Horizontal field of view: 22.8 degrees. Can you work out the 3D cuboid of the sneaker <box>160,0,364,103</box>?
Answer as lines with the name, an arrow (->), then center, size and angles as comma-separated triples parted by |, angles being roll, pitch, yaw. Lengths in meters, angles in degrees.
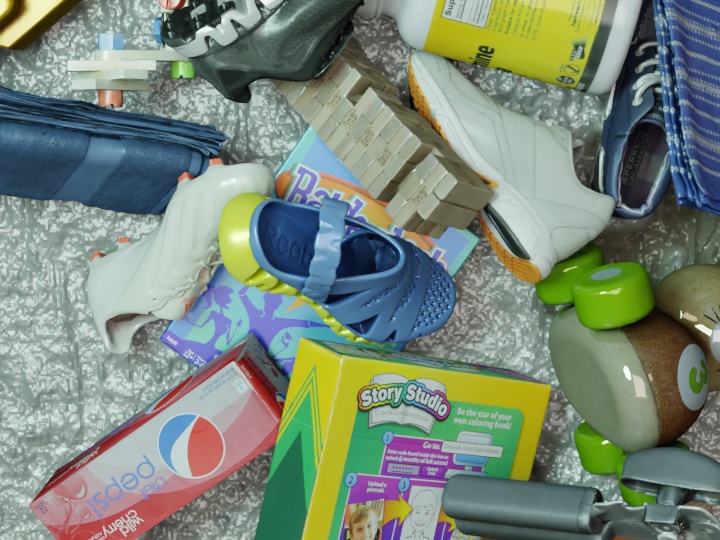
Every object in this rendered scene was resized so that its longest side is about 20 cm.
sneaker -> -0.031, -0.179, 1.215 | 0.199, 0.067, 0.091 | -28, 124, 10

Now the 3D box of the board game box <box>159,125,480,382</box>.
board game box -> -0.030, 0.012, 1.317 | 0.152, 0.045, 0.201 | 35, 93, -3

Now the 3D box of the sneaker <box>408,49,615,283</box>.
sneaker -> 0.106, -0.087, 1.281 | 0.092, 0.076, 0.201 | -28, 67, -10

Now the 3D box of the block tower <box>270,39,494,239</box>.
block tower -> 0.005, -0.104, 1.252 | 0.054, 0.058, 0.200 | -50, 60, 17

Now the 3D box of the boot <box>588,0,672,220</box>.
boot -> 0.217, -0.132, 1.285 | 0.072, 0.090, 0.202 | 13, 94, -1

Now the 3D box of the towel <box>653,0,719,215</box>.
towel -> 0.257, -0.129, 1.248 | 0.024, 0.144, 0.202 | -18, 70, 43

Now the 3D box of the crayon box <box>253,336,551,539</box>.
crayon box -> 0.030, 0.148, 1.271 | 0.199, 0.058, 0.174 | 11, 94, -39

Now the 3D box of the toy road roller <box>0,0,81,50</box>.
toy road roller -> -0.285, -0.206, 1.249 | 0.200, 0.146, 0.123 | -39, 94, 2

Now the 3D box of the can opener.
can opener -> 0.155, 0.152, 1.214 | 0.199, 0.053, 0.067 | 2, 59, 30

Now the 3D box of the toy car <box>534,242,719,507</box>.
toy car -> 0.245, 0.048, 1.279 | 0.199, 0.158, 0.165 | -19, 105, -11

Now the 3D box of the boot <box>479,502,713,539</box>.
boot -> 0.180, 0.239, 1.305 | 0.199, 0.077, 0.157 | -15, 102, -29

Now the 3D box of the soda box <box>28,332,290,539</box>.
soda box -> -0.140, 0.132, 1.290 | 0.199, 0.063, 0.070 | -36, 99, 17

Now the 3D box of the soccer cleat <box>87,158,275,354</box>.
soccer cleat -> -0.123, -0.009, 1.262 | 0.200, 0.069, 0.078 | -35, 59, 39

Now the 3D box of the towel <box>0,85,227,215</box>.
towel -> -0.203, -0.083, 1.252 | 0.199, 0.112, 0.049 | 7, 68, -27

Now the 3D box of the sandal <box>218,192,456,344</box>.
sandal -> 0.000, 0.000, 1.212 | 0.199, 0.087, 0.080 | 19, 70, -43

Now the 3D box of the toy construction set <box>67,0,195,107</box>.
toy construction set -> -0.140, -0.209, 1.256 | 0.091, 0.131, 0.202 | 15, 97, 11

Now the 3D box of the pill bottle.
pill bottle -> 0.094, -0.201, 1.269 | 0.198, 0.112, 0.113 | 14, 94, -1
